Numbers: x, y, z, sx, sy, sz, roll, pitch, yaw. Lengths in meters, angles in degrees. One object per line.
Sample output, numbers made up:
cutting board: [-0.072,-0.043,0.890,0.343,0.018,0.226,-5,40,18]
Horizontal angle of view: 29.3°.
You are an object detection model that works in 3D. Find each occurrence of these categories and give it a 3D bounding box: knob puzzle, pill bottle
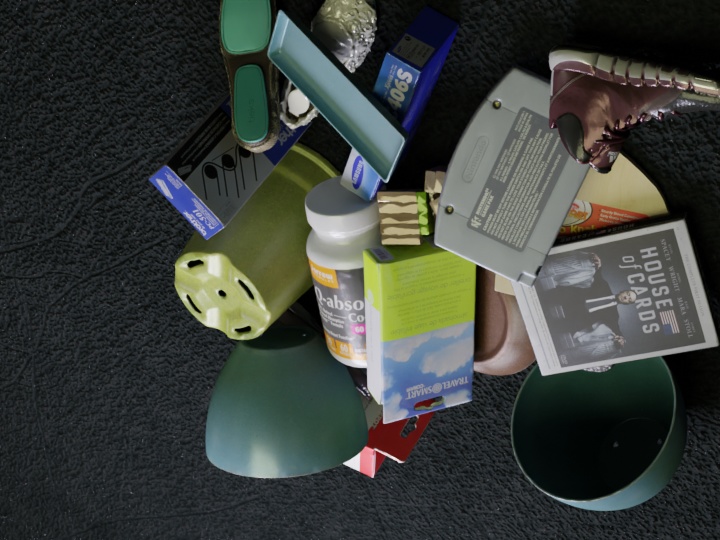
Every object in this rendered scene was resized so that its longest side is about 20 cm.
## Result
knob puzzle: [0.241,-0.051,1.454,0.217,0.031,0.222,8,121,14]
pill bottle: [0.000,0.000,1.572,0.115,0.116,0.202,8,126,30]

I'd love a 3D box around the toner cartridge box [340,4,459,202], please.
toner cartridge box: [0.039,-0.173,1.447,0.043,0.095,0.201,31,140,8]

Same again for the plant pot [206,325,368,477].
plant pot: [-0.093,0.145,1.657,0.198,0.199,0.137,6,109,31]

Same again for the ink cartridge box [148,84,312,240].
ink cartridge box: [-0.142,-0.135,1.532,0.094,0.201,0.044,47,140,-13]

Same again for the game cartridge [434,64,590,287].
game cartridge: [0.157,-0.098,1.395,0.132,0.042,0.202,26,108,5]

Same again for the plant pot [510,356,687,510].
plant pot: [0.289,0.187,1.558,0.198,0.202,0.135,-2,152,37]

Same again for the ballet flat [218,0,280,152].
ballet flat: [-0.117,-0.230,1.506,0.067,0.075,0.203,-3,92,10]

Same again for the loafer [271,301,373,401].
loafer: [-0.059,0.107,1.788,0.200,0.063,0.072,42,170,9]

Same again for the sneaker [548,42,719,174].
sneaker: [0.264,-0.143,1.298,0.198,0.075,0.117,18,108,35]

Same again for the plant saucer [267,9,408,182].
plant saucer: [-0.023,-0.182,1.415,0.200,0.019,0.070,47,144,18]

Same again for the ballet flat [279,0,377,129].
ballet flat: [-0.039,-0.221,1.481,0.071,0.072,0.201,35,140,2]

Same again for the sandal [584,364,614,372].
sandal: [0.216,0.042,1.558,0.199,0.045,0.076,36,128,31]

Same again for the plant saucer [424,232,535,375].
plant saucer: [0.125,0.035,1.582,0.199,0.036,0.203,24,127,35]

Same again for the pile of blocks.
pile of blocks: [0.109,-0.086,1.472,0.199,0.062,0.083,-27,90,26]

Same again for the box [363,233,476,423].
box: [0.067,0.063,1.536,0.048,0.120,0.202,-133,36,-55]

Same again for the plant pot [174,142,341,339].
plant pot: [-0.121,-0.025,1.637,0.198,0.185,0.202,19,137,19]

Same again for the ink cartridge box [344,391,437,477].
ink cartridge box: [-0.008,0.190,1.813,0.198,0.117,0.068,23,141,17]

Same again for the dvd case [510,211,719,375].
dvd case: [0.266,0.028,1.456,0.198,0.025,0.152,-12,112,24]
